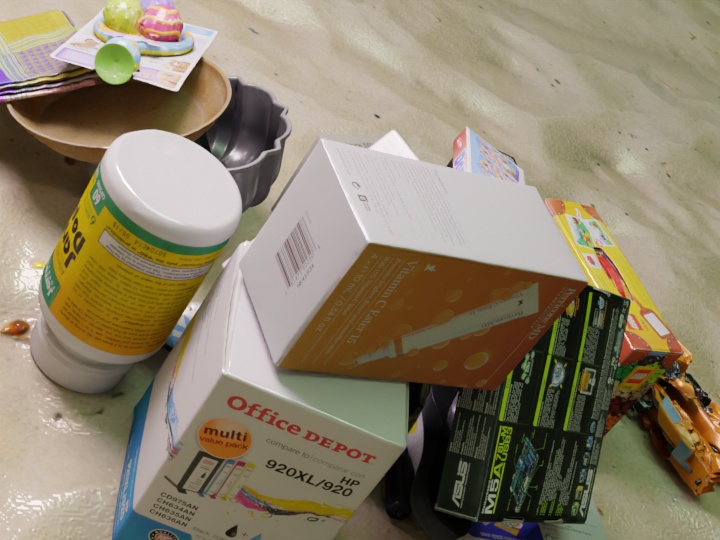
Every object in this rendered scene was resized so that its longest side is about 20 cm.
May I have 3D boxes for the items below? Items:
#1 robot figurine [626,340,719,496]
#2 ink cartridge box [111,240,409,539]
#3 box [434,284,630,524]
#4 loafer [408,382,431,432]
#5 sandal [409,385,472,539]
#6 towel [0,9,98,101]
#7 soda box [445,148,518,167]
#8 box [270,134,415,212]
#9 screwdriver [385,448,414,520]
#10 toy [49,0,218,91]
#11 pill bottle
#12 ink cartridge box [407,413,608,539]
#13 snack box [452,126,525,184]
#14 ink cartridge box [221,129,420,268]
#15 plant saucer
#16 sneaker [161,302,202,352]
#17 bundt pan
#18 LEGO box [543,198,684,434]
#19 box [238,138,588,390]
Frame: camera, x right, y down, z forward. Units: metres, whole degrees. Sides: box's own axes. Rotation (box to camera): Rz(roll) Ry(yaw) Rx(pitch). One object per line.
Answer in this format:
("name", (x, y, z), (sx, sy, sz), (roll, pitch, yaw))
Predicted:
("robot figurine", (0.349, 0.148, 1.456), (0.144, 0.058, 0.201), (2, 47, -42))
("ink cartridge box", (-0.073, 0.115, 0.994), (0.146, 0.201, 0.145), (24, 35, -17))
("box", (0.145, 0.104, 1.094), (0.047, 0.203, 0.192), (10, -2, 39))
("loafer", (0.020, 0.101, 1.099), (0.069, 0.201, 0.070), (9, 41, -6))
("sandal", (0.085, 0.142, 1.122), (0.076, 0.043, 0.201), (42, 32, -24))
("towel", (-0.340, -0.191, 1.206), (0.198, 0.023, 0.144), (-12, 39, -22))
("soda box", (0.129, -0.031, 1.271), (0.063, 0.071, 0.201), (18, 37, -27))
("box", (0.023, -0.026, 1.332), (0.127, 0.109, 0.201), (-2, 50, -43))
("screwdriver", (0.039, 0.146, 1.216), (0.029, 0.028, 0.201), (55, 23, -28))
("toy", (-0.198, -0.222, 1.224), (0.114, 0.048, 0.201), (14, 27, -2))
("pill bottle", (-0.181, 0.000, 1.037), (0.112, 0.201, 0.113), (23, 36, -18))
("ink cartridge box", (0.128, 0.182, 1.212), (0.196, 0.047, 0.201), (18, 38, -34))
("snack box", (0.115, -0.062, 1.176), (0.072, 0.024, 0.201), (35, 24, -14))
("ink cartridge box", (0.000, 0.000, 1.190), (0.147, 0.199, 0.083), (53, 1, 24))
("plant saucer", (-0.214, -0.146, 1.204), (0.197, 0.036, 0.201), (2, 35, -1))
("sneaker", (-0.100, 0.050, 1.117), (0.198, 0.073, 0.072), (15, 1, 15))
("bundt pan", (-0.162, -0.107, 1.250), (0.199, 0.076, 0.203), (2, 35, -1))
("LEGO box", (0.216, 0.053, 1.371), (0.077, 0.149, 0.201), (7, 43, -36))
("box", (0.037, 0.002, 0.936), (0.198, 0.125, 0.098), (9, 42, -36))
